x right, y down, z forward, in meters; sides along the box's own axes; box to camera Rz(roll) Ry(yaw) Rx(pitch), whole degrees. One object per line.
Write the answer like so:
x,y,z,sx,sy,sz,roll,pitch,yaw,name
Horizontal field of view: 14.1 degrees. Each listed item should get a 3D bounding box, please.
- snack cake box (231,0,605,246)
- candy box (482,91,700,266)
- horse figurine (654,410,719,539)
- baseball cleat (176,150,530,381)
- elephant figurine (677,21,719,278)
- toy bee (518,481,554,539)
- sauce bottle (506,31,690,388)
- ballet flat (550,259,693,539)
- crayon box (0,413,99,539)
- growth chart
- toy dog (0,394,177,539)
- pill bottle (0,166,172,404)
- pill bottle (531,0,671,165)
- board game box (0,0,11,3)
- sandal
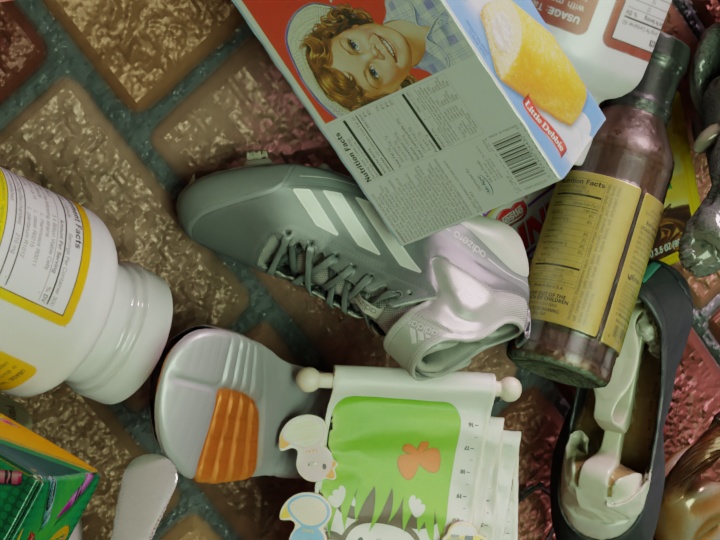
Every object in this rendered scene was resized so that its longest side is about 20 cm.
0.020,-0.123,1.492,0.200,0.115,0.067,56,41,-16,snack cake box
0.105,-0.025,1.664,0.199,0.026,0.103,-23,112,-21,candy box
0.215,0.143,1.743,0.132,0.050,0.200,-38,146,-11,horse figurine
0.000,0.000,1.551,0.199,0.107,0.070,7,142,-14,baseball cleat
0.234,-0.101,1.644,0.154,0.141,0.201,9,104,-33,elephant figurine
0.044,0.188,1.651,0.200,0.109,0.131,-45,119,-9,toy bee
0.138,-0.036,1.620,0.065,0.065,0.201,28,75,-32,sauce bottle
0.143,0.092,1.668,0.073,0.073,0.201,5,103,-30,ballet flat
-0.234,0.074,1.397,0.199,0.119,0.058,29,91,8,crayon box
0.028,0.146,1.582,0.144,0.018,0.201,-5,100,-13,growth chart
-0.145,0.140,1.503,0.096,0.200,0.132,-8,141,-47,toy dog
-0.194,-0.001,1.462,0.199,0.104,0.105,27,92,-33,pill bottle
0.116,-0.165,1.576,0.112,0.112,0.201,17,97,-32,pill bottle
-0.161,-0.192,1.470,0.199,0.019,0.104,-15,111,-24,board game box
-0.072,0.073,1.563,0.206,0.059,0.080,24,87,-64,sandal
